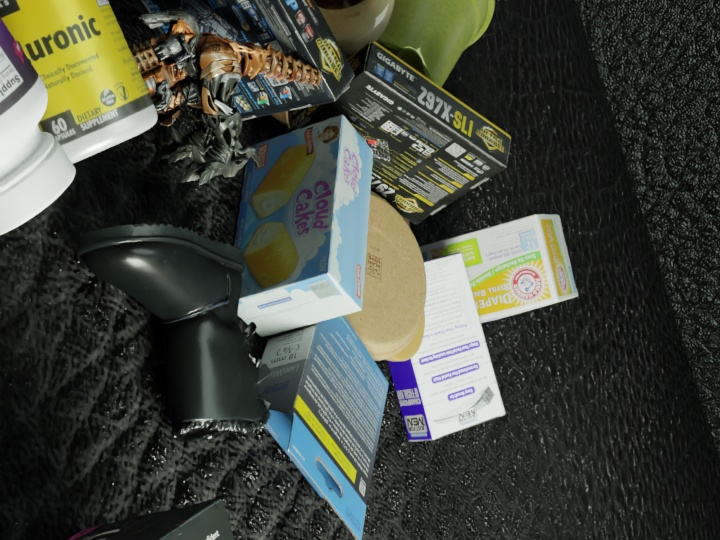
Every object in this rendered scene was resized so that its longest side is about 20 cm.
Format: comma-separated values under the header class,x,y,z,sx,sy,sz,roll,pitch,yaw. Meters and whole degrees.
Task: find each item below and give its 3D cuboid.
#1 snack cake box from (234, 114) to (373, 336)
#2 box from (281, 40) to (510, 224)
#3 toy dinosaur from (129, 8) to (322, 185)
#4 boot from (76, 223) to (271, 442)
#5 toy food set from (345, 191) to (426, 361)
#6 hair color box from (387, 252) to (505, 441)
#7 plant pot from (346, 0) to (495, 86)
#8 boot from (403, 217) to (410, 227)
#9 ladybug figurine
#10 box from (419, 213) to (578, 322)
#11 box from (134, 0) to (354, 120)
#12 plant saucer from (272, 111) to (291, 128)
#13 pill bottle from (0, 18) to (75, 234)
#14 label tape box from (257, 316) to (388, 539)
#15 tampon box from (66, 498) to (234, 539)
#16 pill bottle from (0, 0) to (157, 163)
class,x,y,z,sx,sy,sz,roll,pitch,yaw
snack cake box,-0.056,-0.045,1.088,0.067,0.114,0.201,48,35,-43
box,0.038,-0.144,1.213,0.199,0.159,0.050,30,54,-24
toy dinosaur,-0.132,-0.152,0.944,0.102,0.198,0.137,-92,-178,-70
boot,-0.145,0.055,0.901,0.198,0.073,0.164,16,65,-62
toy food set,0.000,0.000,1.203,0.199,0.048,0.200,3,74,-44
hair color box,0.088,0.090,1.317,0.109,0.065,0.201,-13,86,-29
plant pot,0.053,-0.296,1.409,0.201,0.199,0.185,54,42,-36
boot,0.007,-0.106,1.306,0.097,0.074,0.202,-17,93,-68
ladybug figurine,-0.028,-0.329,1.309,0.072,0.135,0.201,76,-2,-60
box,0.158,0.006,1.403,0.101,0.199,0.113,-5,80,-65
box,-0.118,-0.233,1.016,0.201,0.158,0.046,57,46,-30
plant saucer,-0.090,-0.249,1.155,0.200,0.035,0.202,-179,-90,-88
pill bottle,-0.267,-0.122,0.696,0.201,0.111,0.112,61,28,-27
label tape box,-0.041,0.142,1.067,0.145,0.063,0.201,57,30,-33
tampon box,-0.143,0.271,0.702,0.150,0.126,0.201,-19,92,-66
pill bottle,-0.234,-0.177,0.801,0.201,0.111,0.111,67,26,-13
